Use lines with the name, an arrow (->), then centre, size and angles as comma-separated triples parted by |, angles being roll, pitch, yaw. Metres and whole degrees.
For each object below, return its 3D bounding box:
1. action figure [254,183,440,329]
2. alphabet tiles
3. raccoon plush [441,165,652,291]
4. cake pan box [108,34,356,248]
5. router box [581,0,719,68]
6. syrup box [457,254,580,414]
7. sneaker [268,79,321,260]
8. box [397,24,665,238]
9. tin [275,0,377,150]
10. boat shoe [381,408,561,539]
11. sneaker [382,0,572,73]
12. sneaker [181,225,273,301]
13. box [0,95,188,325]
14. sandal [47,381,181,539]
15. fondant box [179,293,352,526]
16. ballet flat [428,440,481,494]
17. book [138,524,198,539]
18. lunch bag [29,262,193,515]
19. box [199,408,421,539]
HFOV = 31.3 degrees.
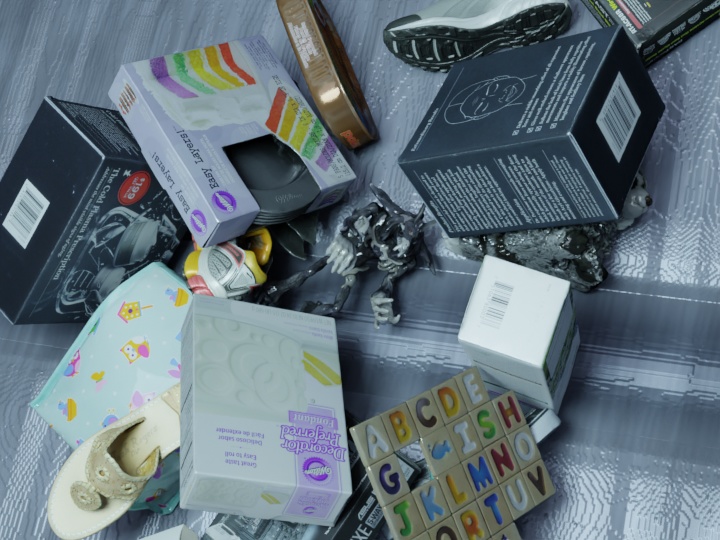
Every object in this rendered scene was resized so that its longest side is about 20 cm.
action figure -> 0.000, 0.000, 1.263 | 0.199, 0.119, 0.103 | -33, 26, 17
alphabet tiles -> 0.090, 0.179, 1.088 | 0.008, 0.199, 0.169 | -26, 86, 45
raccoon plush -> 0.185, -0.070, 1.256 | 0.197, 0.097, 0.135 | 17, 69, 21
cake pan box -> -0.123, -0.129, 1.264 | 0.183, 0.052, 0.201 | -20, 70, -38
router box -> 0.291, -0.326, 1.321 | 0.149, 0.062, 0.201 | -33, 66, 3
syrup box -> 0.147, 0.063, 1.157 | 0.080, 0.200, 0.080 | 18, 77, 16
sneaker -> -0.071, -0.113, 1.358 | 0.103, 0.060, 0.201 | 30, 46, -13
box -> 0.160, -0.126, 1.206 | 0.198, 0.107, 0.149 | -5, 44, 42
tin -> -0.037, -0.219, 1.357 | 0.041, 0.112, 0.202 | -24, 66, 7
boat shoe -> 0.092, 0.174, 1.207 | 0.198, 0.073, 0.069 | -34, 80, 13
sneaker -> 0.120, -0.268, 1.356 | 0.197, 0.074, 0.080 | -13, 59, 6
sneaker -> -0.122, -0.019, 1.296 | 0.081, 0.078, 0.201 | -25, 26, 9
box -> -0.271, -0.055, 1.303 | 0.104, 0.181, 0.201 | 41, 110, 24
sandal -> -0.214, 0.165, 1.183 | 0.211, 0.070, 0.078 | -38, 78, -3
fondant box -> -0.088, 0.124, 1.161 | 0.142, 0.059, 0.202 | 11, 46, -18
ballet flat -> 0.097, 0.229, 1.144 | 0.064, 0.203, 0.071 | -4, 31, 6
book -> -0.245, 0.334, 1.232 | 0.198, 0.048, 0.135 | -24, 43, 22
lunch bag -> -0.203, 0.114, 1.291 | 0.170, 0.122, 0.201 | 39, 92, 24
box -> -0.053, 0.226, 1.207 | 0.201, 0.050, 0.157 | -55, 38, -4
